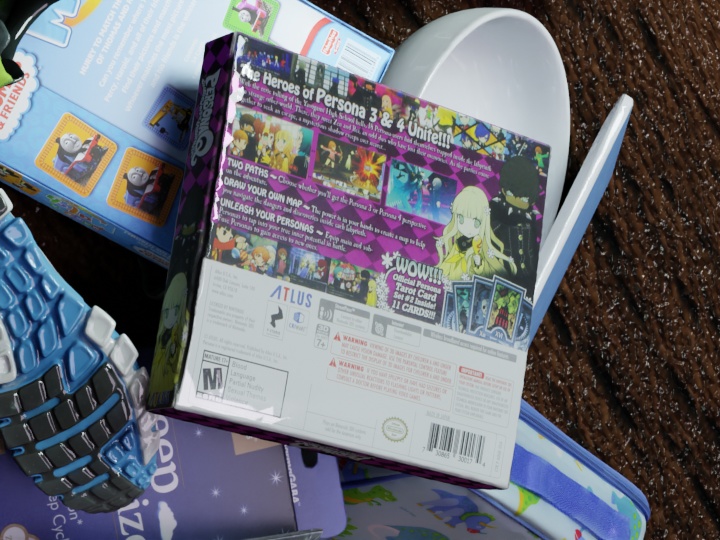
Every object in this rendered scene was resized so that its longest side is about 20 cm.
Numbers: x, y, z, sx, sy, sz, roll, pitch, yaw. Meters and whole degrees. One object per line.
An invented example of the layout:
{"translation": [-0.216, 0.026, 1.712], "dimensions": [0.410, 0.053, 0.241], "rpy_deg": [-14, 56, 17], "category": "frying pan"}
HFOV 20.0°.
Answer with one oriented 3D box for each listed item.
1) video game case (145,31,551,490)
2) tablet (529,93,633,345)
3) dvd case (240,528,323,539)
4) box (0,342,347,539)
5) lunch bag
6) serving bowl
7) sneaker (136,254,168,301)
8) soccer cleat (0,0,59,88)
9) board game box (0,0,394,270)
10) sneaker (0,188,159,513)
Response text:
{"translation": [0.000, 0.000, 0.993], "dimensions": [0.199, 0.036, 0.183], "rpy_deg": [16, 76, -33], "category": "video game case"}
{"translation": [0.114, 0.000, 1.229], "dimensions": [0.201, 0.014, 0.130], "rpy_deg": [-62, 171, -17], "category": "tablet"}
{"translation": [-0.111, 0.209, 1.022], "dimensions": [0.148, 0.016, 0.201], "rpy_deg": [-3, 134, -42], "category": "dvd case"}
{"translation": [-0.104, 0.098, 1.024], "dimensions": [0.199, 0.032, 0.122], "rpy_deg": [-12, 95, -18], "category": "box"}
{"translation": [0.059, 0.130, 1.143], "dimensions": [0.200, 0.160, 0.083], "rpy_deg": [35, 57, -36], "category": "lunch bag"}
{"translation": [0.043, -0.055, 1.158], "dimensions": [0.200, 0.065, 0.202], "rpy_deg": [-32, 131, -47], "category": "serving bowl"}
{"translation": [-0.072, -0.003, 1.079], "dimensions": [0.091, 0.066, 0.201], "rpy_deg": [-48, 120, -24], "category": "sneaker"}
{"translation": [-0.204, -0.097, 0.916], "dimensions": [0.200, 0.081, 0.068], "rpy_deg": [-44, 156, -17], "category": "soccer cleat"}
{"translation": [-0.101, -0.090, 1.006], "dimensions": [0.199, 0.037, 0.152], "rpy_deg": [29, 75, -15], "category": "board game box"}
{"translation": [-0.161, 0.023, 0.965], "dimensions": [0.075, 0.087, 0.201], "rpy_deg": [-32, 98, -8], "category": "sneaker"}
